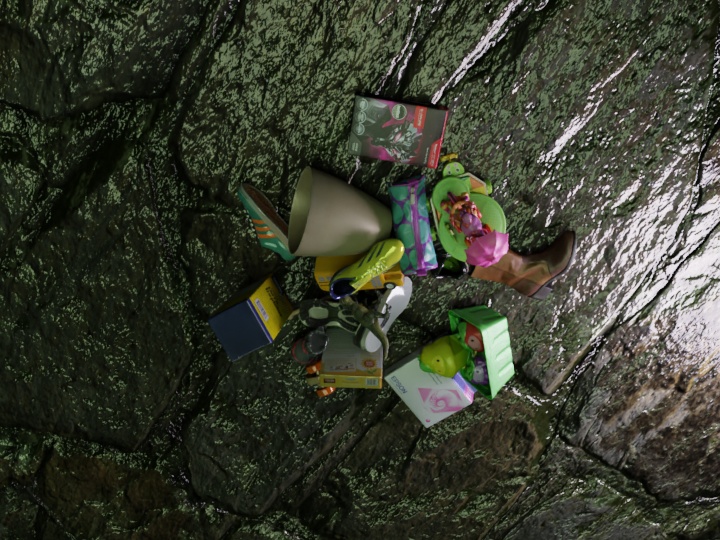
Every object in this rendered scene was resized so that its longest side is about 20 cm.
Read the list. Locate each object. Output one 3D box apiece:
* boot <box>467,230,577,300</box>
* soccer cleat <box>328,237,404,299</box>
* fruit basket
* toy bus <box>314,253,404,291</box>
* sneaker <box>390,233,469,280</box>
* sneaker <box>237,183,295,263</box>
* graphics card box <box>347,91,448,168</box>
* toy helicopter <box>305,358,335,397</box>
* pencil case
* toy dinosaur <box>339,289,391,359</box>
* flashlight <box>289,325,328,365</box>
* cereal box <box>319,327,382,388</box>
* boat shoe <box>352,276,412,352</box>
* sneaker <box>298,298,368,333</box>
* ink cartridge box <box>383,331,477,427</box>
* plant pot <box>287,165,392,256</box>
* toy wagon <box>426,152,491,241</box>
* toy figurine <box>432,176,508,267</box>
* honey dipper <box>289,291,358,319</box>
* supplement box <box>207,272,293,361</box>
[{"bbox_3d":[0.363,-0.038,1.356,0.197,0.069,0.190,20,128,-11],"label":"boot"},{"bbox_3d":[0.012,0.003,1.271,0.199,0.084,0.065,-32,110,30],"label":"soccer cleat"},{"bbox_3d":[0.245,0.199,1.424,0.212,0.155,0.220,-9,110,-25],"label":"fruit basket"},{"bbox_3d":[0.000,0.000,1.374,0.196,0.066,0.079,-5,143,16],"label":"toy bus"},{"bbox_3d":[0.160,-0.032,1.357,0.196,0.088,0.075,21,116,-6],"label":"sneaker"},{"bbox_3d":[-0.219,-0.099,1.358,0.079,0.072,0.201,-33,105,22],"label":"sneaker"},{"bbox_3d":[0.076,-0.293,1.260,0.196,0.051,0.128,10,116,-1],"label":"graphics card box"},{"bbox_3d":[-0.046,0.226,1.490,0.197,0.132,0.080,-27,95,-11],"label":"toy helicopter"},{"bbox_3d":[0.110,-0.095,1.280,0.083,0.092,0.204,-11,100,-5],"label":"pencil case"},{"bbox_3d":[0.027,0.097,1.343,0.089,0.200,0.047,-50,144,11],"label":"toy dinosaur"},{"bbox_3d":[-0.122,0.184,1.423,0.067,0.200,0.068,-31,88,-19],"label":"flashlight"},{"bbox_3d":[-0.017,0.193,1.413,0.141,0.201,0.040,1,121,3],"label":"cereal box"},{"bbox_3d":[0.048,0.093,1.406,0.201,0.063,0.071,-55,130,-17],"label":"boat shoe"},{"bbox_3d":[-0.061,0.107,1.437,0.196,0.088,0.079,12,79,-21],"label":"sneaker"},{"bbox_3d":[0.192,0.283,1.533,0.198,0.044,0.197,-34,109,19],"label":"ink cartridge box"},{"bbox_3d":[-0.038,-0.108,1.297,0.196,0.188,0.190,11,117,-18],"label":"plant pot"},{"bbox_3d":[0.212,-0.152,1.311,0.152,0.040,0.204,-15,108,1],"label":"toy wagon"},{"bbox_3d":[0.229,-0.087,1.213,0.149,0.184,0.201,-34,104,8],"label":"toy figurine"},{"bbox_3d":[-0.098,0.077,1.454,0.197,0.038,0.038,-24,112,16],"label":"honey dipper"},{"bbox_3d":[-0.244,0.102,1.375,0.107,0.200,0.111,-25,102,15],"label":"supplement box"}]
